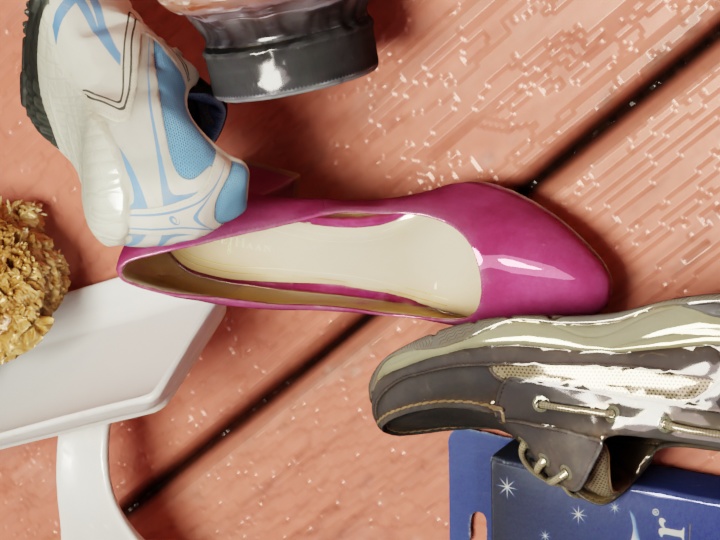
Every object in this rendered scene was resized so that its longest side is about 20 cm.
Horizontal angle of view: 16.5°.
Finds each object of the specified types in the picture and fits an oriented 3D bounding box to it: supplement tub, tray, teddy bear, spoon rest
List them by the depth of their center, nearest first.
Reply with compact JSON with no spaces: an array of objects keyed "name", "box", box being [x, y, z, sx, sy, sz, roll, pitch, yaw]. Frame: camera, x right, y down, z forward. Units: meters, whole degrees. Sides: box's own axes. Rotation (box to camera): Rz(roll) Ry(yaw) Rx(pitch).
[{"name":"supplement tub","box":[-0.045,-0.173,1.001,0.107,0.107,0.201,-3,105,31]},{"name":"tray","box":[-0.137,0.047,1.129,0.199,0.108,0.022,-15,120,38]},{"name":"teddy bear","box":[-0.230,0.032,1.168,0.200,0.145,0.067,-20,120,40]},{"name":"spoon rest","box":[-0.108,0.136,1.170,0.099,0.061,0.201,-1,105,31]}]

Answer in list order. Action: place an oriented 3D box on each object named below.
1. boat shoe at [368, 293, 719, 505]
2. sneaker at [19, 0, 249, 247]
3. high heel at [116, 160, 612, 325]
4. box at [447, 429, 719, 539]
[{"name":"boat shoe","box":[0.090,0.056,1.005,0.199,0.074,0.074,-10,76,33]},{"name":"sneaker","box":[-0.101,-0.078,1.058,0.200,0.072,0.072,-118,33,-46]},{"name":"high heel","box":[0.000,0.000,1.032,0.199,0.096,0.068,18,123,21]},{"name":"box","box":[0.120,0.141,1.054,0.199,0.032,0.122,9,111,29]}]
